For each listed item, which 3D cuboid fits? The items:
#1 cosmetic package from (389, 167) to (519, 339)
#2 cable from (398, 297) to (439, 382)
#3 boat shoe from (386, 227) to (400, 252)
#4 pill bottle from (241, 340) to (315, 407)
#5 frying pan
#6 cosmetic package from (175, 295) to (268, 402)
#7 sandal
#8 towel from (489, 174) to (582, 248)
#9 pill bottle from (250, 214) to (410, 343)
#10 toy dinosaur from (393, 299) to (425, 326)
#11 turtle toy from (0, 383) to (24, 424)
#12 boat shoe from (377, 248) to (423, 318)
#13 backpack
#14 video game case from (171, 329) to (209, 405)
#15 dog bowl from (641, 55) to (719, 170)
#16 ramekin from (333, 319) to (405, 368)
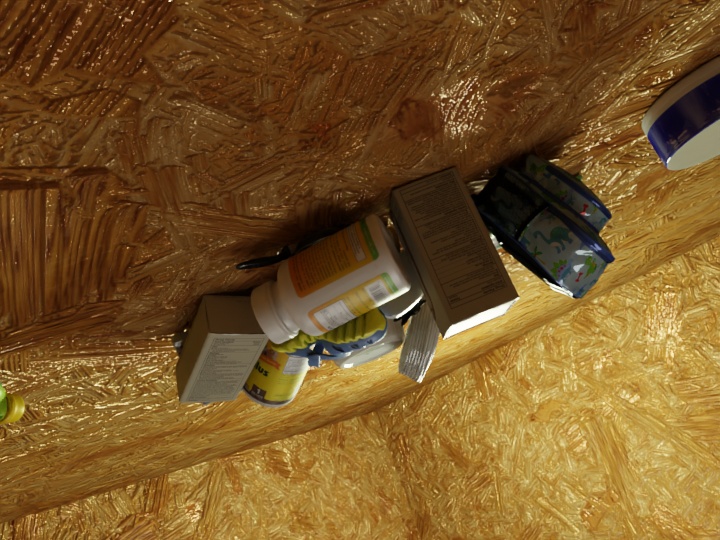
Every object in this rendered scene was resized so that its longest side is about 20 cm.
[{"bbox_3d":[0.122,-0.023,0.832,0.102,0.203,0.087,-19,162,-7],"label":"cosmetic package"},{"bbox_3d":[0.136,0.145,1.365,0.068,0.203,0.201,16,158,3],"label":"cable"},{"bbox_3d":[0.000,0.000,0.987,0.064,0.072,0.201,-8,148,-25],"label":"boat shoe"},{"bbox_3d":[-0.130,0.127,1.027,0.108,0.109,0.202,-5,131,-42],"label":"pill bottle"},{"bbox_3d":[-0.084,-0.021,0.874,0.187,0.031,0.115,-16,161,-10],"label":"frying pan"},{"bbox_3d":[-0.226,0.131,0.983,0.102,0.074,0.201,5,137,-31],"label":"cosmetic package"},{"bbox_3d":[-0.037,0.096,0.897,0.198,0.080,0.087,-13,135,38],"label":"sandal"},{"bbox_3d":[0.317,-0.099,1.130,0.147,0.031,0.200,-20,162,-10],"label":"towel"},{"bbox_3d":[-0.042,0.018,0.815,0.198,0.112,0.111,-27,162,9],"label":"pill bottle"},{"bbox_3d":[0.070,0.046,1.207,0.199,0.103,0.136,-38,-179,-11],"label":"toy dinosaur"},{"bbox_3d":[-0.534,0.163,0.753,0.197,0.102,0.146,-24,163,9],"label":"turtle toy"},{"bbox_3d":[0.086,-0.010,0.915,0.202,0.071,0.068,-61,160,-17],"label":"boat shoe"},{"bbox_3d":[0.285,-0.067,0.904,0.147,0.201,0.182,-49,153,16],"label":"backpack"},{"bbox_3d":[-0.216,0.151,1.098,0.197,0.023,0.184,-19,134,-10],"label":"video game case"},{"bbox_3d":[0.530,-0.237,0.902,0.197,0.080,0.201,-20,162,-6],"label":"dog bowl"},{"bbox_3d":[0.010,0.146,1.371,0.199,0.096,0.203,-20,163,-6],"label":"ramekin"}]
